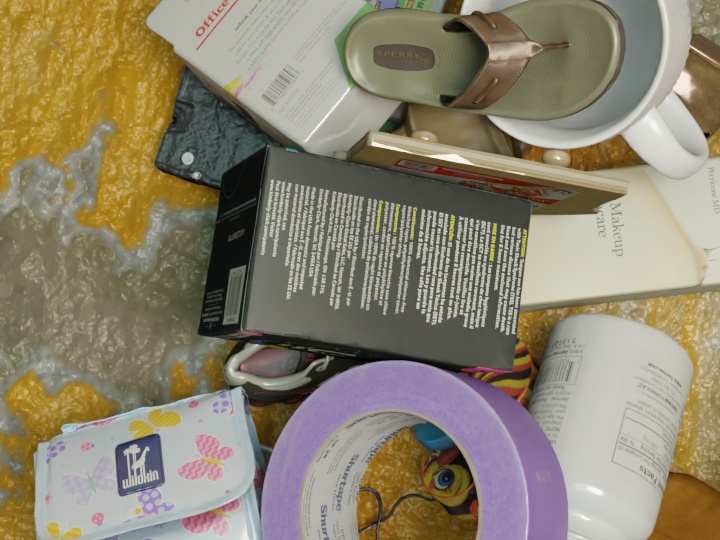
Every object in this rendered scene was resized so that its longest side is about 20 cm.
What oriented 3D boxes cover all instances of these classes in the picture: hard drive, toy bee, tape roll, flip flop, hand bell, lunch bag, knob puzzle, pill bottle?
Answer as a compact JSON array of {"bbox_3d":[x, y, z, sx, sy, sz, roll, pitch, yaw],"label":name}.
[{"bbox_3d":[-0.059,-0.121,1.044,0.198,0.038,0.141,17,87,7],"label":"hard drive"},{"bbox_3d":[0.091,0.153,0.971,0.130,0.109,0.202,22,97,-37],"label":"toy bee"},{"bbox_3d":[0.036,0.166,0.848,0.198,0.085,0.203,-6,77,28],"label":"tape roll"},{"bbox_3d":[0.075,-0.141,0.816,0.198,0.057,0.082,7,104,23],"label":"flip flop"},{"bbox_3d":[0.017,-0.095,0.971,0.198,0.104,0.105,-20,83,15],"label":"hand bell"},{"bbox_3d":[-0.145,0.200,0.908,0.167,0.127,0.203,-11,79,-1],"label":"lunch bag"},{"bbox_3d":[0.077,-0.071,0.882,0.217,0.220,0.031,8,85,6],"label":"knob puzzle"},{"bbox_3d":[0.170,0.144,0.916,0.113,0.115,0.202,19,67,6],"label":"pill bottle"}]

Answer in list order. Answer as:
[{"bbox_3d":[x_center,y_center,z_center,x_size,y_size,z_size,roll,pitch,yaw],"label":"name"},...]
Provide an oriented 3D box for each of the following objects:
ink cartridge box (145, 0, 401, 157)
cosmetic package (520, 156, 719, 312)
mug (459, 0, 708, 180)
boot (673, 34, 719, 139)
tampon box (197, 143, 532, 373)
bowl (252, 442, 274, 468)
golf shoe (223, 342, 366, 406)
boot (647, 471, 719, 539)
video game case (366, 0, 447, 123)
[{"bbox_3d":[-0.061,-0.173,0.955,0.200,0.067,0.117,39,87,30],"label":"ink cartridge box"},{"bbox_3d":[0.190,-0.025,0.996,0.197,0.073,0.105,-8,83,5],"label":"cosmetic package"},{"bbox_3d":[0.182,-0.151,0.896,0.147,0.175,0.201,-40,84,26],"label":"mug"},{"bbox_3d":[0.211,-0.174,1.001,0.199,0.074,0.076,31,74,5],"label":"boot"},{"bbox_3d":[0.000,0.000,0.897,0.198,0.150,0.128,11,83,-17],"label":"tampon box"},{"bbox_3d":[-0.138,0.240,1.001,0.197,0.075,0.203,-6,85,5],"label":"bowl"},{"bbox_3d":[-0.015,0.065,1.000,0.198,0.088,0.078,-19,82,2],"label":"golf shoe"},{"bbox_3d":[0.207,0.245,0.935,0.071,0.144,0.203,35,83,-36],"label":"boot"},{"bbox_3d":[-0.015,-0.245,1.027,0.180,0.022,0.202,20,83,7],"label":"video game case"}]
